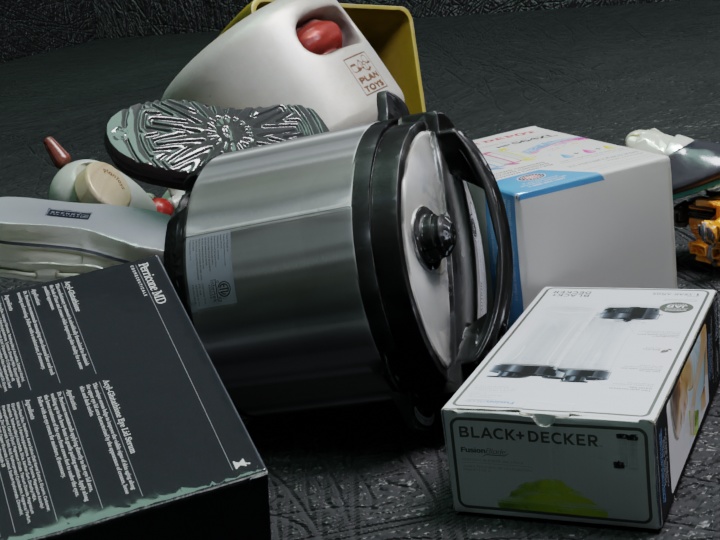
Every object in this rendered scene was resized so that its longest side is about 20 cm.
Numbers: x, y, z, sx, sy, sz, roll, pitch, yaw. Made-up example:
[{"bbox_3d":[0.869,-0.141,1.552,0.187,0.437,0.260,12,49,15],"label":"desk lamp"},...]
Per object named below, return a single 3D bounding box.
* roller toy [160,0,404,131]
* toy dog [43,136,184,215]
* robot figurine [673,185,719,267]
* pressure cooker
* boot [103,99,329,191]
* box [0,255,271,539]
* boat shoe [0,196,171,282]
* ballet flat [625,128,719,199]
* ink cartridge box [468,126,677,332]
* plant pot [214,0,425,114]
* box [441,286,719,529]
[{"bbox_3d":[-0.060,-0.125,1.067,0.182,0.140,0.200,-36,-3,-8],"label":"roller toy"},{"bbox_3d":[-0.222,-0.079,1.181,0.131,0.097,0.200,-27,-9,11],"label":"toy dog"},{"bbox_3d":[0.345,-0.041,1.023,0.198,0.059,0.145,-15,18,-25],"label":"robot figurine"},{"bbox_3d":[-0.001,0.000,0.810,0.197,0.177,0.179,-10,31,22],"label":"pressure cooker"},{"bbox_3d":[-0.121,-0.031,0.958,0.163,0.201,0.066,-1,53,-23],"label":"boot"},{"bbox_3d":[-0.142,0.087,0.677,0.139,0.080,0.200,-15,37,-17],"label":"box"},{"bbox_3d":[-0.217,-0.011,1.056,0.197,0.067,0.072,6,26,-1],"label":"boat shoe"},{"bbox_3d":[0.212,-0.071,1.041,0.198,0.074,0.073,-26,6,28],"label":"ballet flat"},{"bbox_3d":[0.119,-0.025,0.948,0.127,0.127,0.200,-14,18,-22],"label":"ink cartridge box"},{"bbox_3d":[-0.064,-0.143,1.295,0.198,0.203,0.175,-6,-4,-40],"label":"plant pot"},{"bbox_3d":[0.133,0.070,0.742,0.115,0.061,0.200,0,18,23],"label":"box"}]
